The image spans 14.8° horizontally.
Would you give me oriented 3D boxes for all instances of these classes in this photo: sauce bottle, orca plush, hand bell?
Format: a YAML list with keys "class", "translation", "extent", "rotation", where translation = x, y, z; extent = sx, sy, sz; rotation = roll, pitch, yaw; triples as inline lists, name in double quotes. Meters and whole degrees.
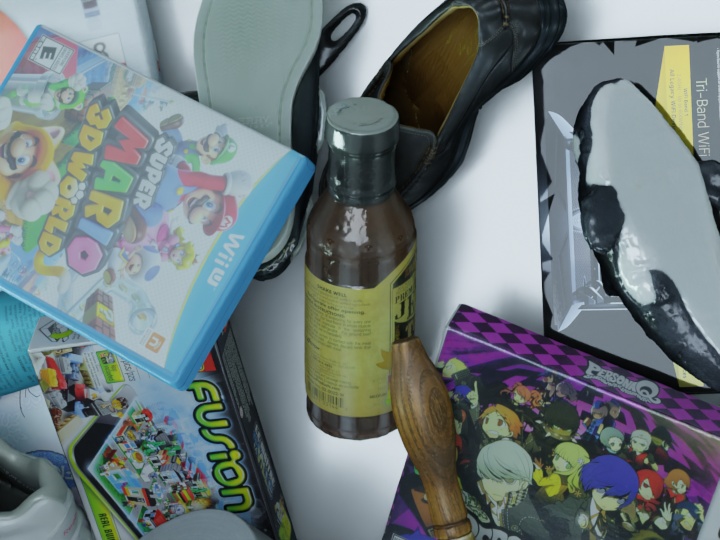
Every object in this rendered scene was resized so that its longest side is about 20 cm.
- class: "sauce bottle"
  translation: [0.000, 0.000, 1.545]
  extent: [0.064, 0.065, 0.201]
  rotation: [9, 126, 12]
- class: "orca plush"
  translation: [0.165, -0.002, 1.509]
  extent: [0.200, 0.105, 0.071]
  rotation: [52, 147, 0]
- class: "hand bell"
  translation: [0.050, 0.134, 1.522]
  extent: [0.104, 0.104, 0.201]
  rotation: [-12, 99, 13]

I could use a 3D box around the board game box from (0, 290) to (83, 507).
- class: "board game box"
  translation: [-0.244, 0.035, 1.654]
  extent: [0.199, 0.043, 0.200]
  rotation: [3, 94, 12]

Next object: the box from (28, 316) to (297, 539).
- class: "box"
  translation: [-0.108, 0.109, 1.586]
  extent: [0.109, 0.035, 0.201]
  rotation: [-8, 122, 13]

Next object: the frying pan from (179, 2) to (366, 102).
- class: "frying pan"
  translation: [-0.080, -0.082, 1.614]
  extent: [0.114, 0.031, 0.191]
  rotation: [20, 87, 0]

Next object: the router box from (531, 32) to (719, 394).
- class: "router box"
  translation: [0.179, -0.032, 1.550]
  extent: [0.156, 0.052, 0.201]
  rotation: [-2, 93, 12]

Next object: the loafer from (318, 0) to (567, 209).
- class: "loafer"
  translation: [0.029, -0.095, 1.546]
  extent: [0.073, 0.072, 0.200]
  rotation: [49, 125, 18]

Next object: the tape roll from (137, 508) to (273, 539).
- class: "tape roll"
  translation: [-0.100, 0.233, 1.521]
  extent: [0.066, 0.200, 0.200]
  rotation: [37, 103, -29]

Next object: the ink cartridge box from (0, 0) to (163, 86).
- class: "ink cartridge box"
  translation: [-0.212, -0.180, 1.619]
  extent: [0.161, 0.050, 0.201]
  rotation: [-13, 94, 4]

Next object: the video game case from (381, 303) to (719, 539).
- class: "video game case"
  translation: [0.120, 0.134, 1.553]
  extent: [0.199, 0.036, 0.182]
  rotation: [22, 121, 10]

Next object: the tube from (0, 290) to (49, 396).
- class: "tube"
  translation: [-0.205, 0.042, 1.602]
  extent: [0.199, 0.050, 0.078]
  rotation: [-14, 103, 14]

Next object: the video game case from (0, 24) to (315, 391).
- class: "video game case"
  translation: [-0.139, -0.038, 1.538]
  extent: [0.199, 0.018, 0.144]
  rotation: [27, 83, 28]

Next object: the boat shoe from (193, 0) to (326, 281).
- class: "boat shoe"
  translation: [-0.057, -0.094, 1.572]
  extent: [0.075, 0.060, 0.201]
  rotation: [6, 77, 11]

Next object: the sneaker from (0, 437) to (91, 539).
- class: "sneaker"
  translation: [-0.251, 0.115, 1.583]
  extent: [0.199, 0.100, 0.078]
  rotation: [9, 51, 5]
